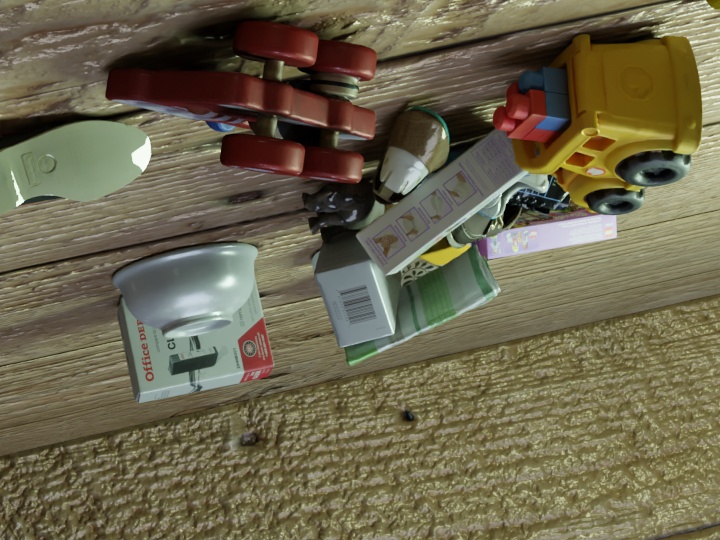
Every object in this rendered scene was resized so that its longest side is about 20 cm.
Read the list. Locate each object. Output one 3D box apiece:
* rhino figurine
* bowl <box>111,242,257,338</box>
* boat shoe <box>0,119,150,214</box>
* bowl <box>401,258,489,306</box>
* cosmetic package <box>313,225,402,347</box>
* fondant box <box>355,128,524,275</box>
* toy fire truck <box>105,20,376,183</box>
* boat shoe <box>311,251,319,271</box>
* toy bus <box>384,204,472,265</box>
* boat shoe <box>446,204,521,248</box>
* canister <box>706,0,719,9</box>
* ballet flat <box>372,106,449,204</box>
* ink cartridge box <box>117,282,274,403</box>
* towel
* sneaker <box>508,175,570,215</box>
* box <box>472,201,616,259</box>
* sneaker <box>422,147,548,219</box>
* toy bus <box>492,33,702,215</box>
[{"bbox_3d":[-0.020,-0.078,1.570,0.087,0.060,0.200,-19,172,6],"label":"rhino figurine"},{"bbox_3d":[-0.224,0.035,1.834,0.200,0.091,0.201,-14,169,-3],"label":"bowl"},{"bbox_3d":[-0.281,-0.093,1.203,0.200,0.074,0.063,-19,-151,-29],"label":"boat shoe"},{"bbox_3d":[0.098,0.021,2.138,0.199,0.095,0.201,-12,169,-3],"label":"bowl"},{"bbox_3d":[0.000,0.000,1.667,0.071,0.102,0.200,-14,-160,11],"label":"cosmetic package"},{"bbox_3d":[0.095,-0.076,1.498,0.200,0.058,0.144,-38,177,5],"label":"fondant box"},{"bbox_3d":[-0.088,-0.138,1.137,0.167,0.113,0.199,9,-177,34],"label":"toy fire truck"},{"bbox_3d":[-0.002,-0.009,1.930,0.073,0.069,0.199,-4,166,-37],"label":"boat shoe"},{"bbox_3d":[0.085,-0.061,1.750,0.065,0.079,0.200,-16,169,15],"label":"toy bus"},{"bbox_3d":[0.153,-0.072,1.737,0.059,0.072,0.200,-10,-176,22],"label":"boat shoe"},{"bbox_3d":[0.368,-0.264,1.042,0.199,0.087,0.149,-10,169,-8],"label":"canister"},{"bbox_3d":[0.044,-0.109,1.451,0.068,0.073,0.200,33,167,-3],"label":"ballet flat"},{"bbox_3d":[-0.238,0.096,1.981,0.199,0.145,0.084,-11,168,-13],"label":"ink cartridge box"},{"bbox_3d":[0.067,0.039,1.671,0.199,0.031,0.149,-26,-164,5],"label":"towel"},{"bbox_3d":[0.204,-0.104,1.675,0.199,0.078,0.070,-12,171,-5],"label":"sneaker"},{"bbox_3d":[0.233,-0.060,1.904,0.199,0.039,0.137,-9,-166,-20],"label":"box"},{"bbox_3d":[0.124,-0.097,1.598,0.199,0.087,0.075,-15,171,17],"label":"sneaker"},{"bbox_3d":[0.212,-0.143,1.360,0.191,0.137,0.200,3,160,-18],"label":"toy bus"}]
